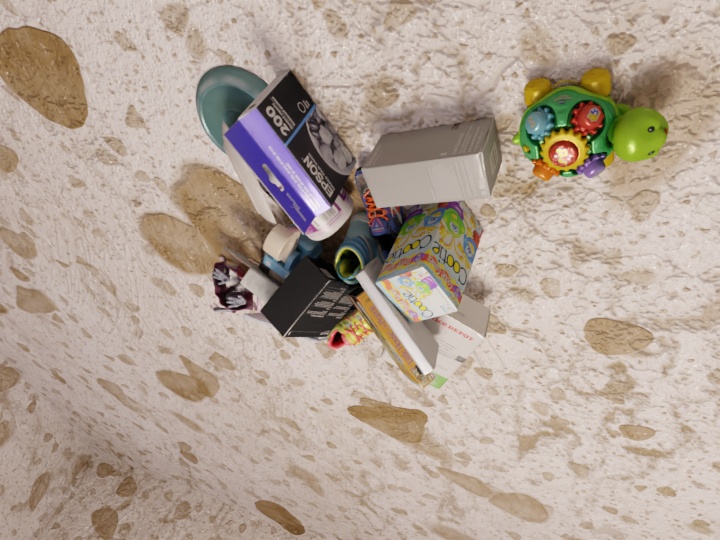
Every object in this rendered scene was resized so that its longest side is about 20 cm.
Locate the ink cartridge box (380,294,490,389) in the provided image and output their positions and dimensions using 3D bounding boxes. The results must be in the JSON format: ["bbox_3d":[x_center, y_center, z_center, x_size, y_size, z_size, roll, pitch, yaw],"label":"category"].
[{"bbox_3d":[0.148,0.128,1.094,0.144,0.084,0.201,29,133,-1],"label":"ink cartridge box"}]

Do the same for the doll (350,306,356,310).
[{"bbox_3d":[-0.079,0.046,1.234,0.200,0.049,0.136,42,137,-16],"label":"doll"}]

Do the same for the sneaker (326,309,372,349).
[{"bbox_3d":[0.000,0.122,1.166,0.078,0.091,0.199,44,134,-15],"label":"sneaker"}]

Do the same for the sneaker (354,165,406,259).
[{"bbox_3d":[0.043,-0.102,0.989,0.075,0.079,0.201,-6,129,33],"label":"sneaker"}]

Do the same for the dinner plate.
[{"bbox_3d":[-0.203,-0.165,0.963,0.202,0.024,0.200,61,173,14],"label":"dinner plate"}]

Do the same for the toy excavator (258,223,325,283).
[{"bbox_3d":[-0.136,-0.044,1.067,0.099,0.195,0.201,34,135,9],"label":"toy excavator"}]

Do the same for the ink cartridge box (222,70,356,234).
[{"bbox_3d":[-0.102,-0.195,0.880,0.043,0.201,0.199,-19,122,36],"label":"ink cartridge box"}]

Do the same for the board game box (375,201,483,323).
[{"bbox_3d":[0.123,-0.026,0.928,0.102,0.201,0.105,-20,122,41],"label":"board game box"}]

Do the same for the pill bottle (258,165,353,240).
[{"bbox_3d":[-0.112,-0.158,0.981,0.112,0.113,0.200,-16,128,40],"label":"pill bottle"}]

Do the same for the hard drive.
[{"bbox_3d":[0.068,0.074,0.954,0.026,0.132,0.201,-34,92,15],"label":"hard drive"}]

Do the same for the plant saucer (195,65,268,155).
[{"bbox_3d":[-0.221,-0.273,1.001,0.198,0.028,0.201,15,138,14],"label":"plant saucer"}]

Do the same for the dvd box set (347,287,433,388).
[{"bbox_3d":[0.050,0.120,1.009,0.201,0.029,0.146,55,173,-4],"label":"dvd box set"}]

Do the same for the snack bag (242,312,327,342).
[{"bbox_3d":[-0.151,0.126,1.287,0.198,0.022,0.188,16,-176,17],"label":"snack bag"}]

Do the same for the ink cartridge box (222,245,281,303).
[{"bbox_3d":[-0.200,0.029,1.174,0.173,0.044,0.200,34,180,20],"label":"ink cartridge box"}]

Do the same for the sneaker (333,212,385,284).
[{"bbox_3d":[0.000,0.000,1.078,0.079,0.131,0.201,5,136,25],"label":"sneaker"}]

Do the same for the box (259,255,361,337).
[{"bbox_3d":[-0.088,0.058,1.088,0.079,0.142,0.200,40,-172,20],"label":"box"}]

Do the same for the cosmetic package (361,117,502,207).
[{"bbox_3d":[0.113,-0.167,0.862,0.198,0.107,0.091,0,133,27],"label":"cosmetic package"}]

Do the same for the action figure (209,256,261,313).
[{"bbox_3d":[-0.283,0.034,1.287,0.147,0.136,0.200,3,175,3],"label":"action figure"}]

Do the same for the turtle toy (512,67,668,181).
[{"bbox_3d":[0.304,-0.185,0.738,0.198,0.102,0.147,0,132,29],"label":"turtle toy"}]
